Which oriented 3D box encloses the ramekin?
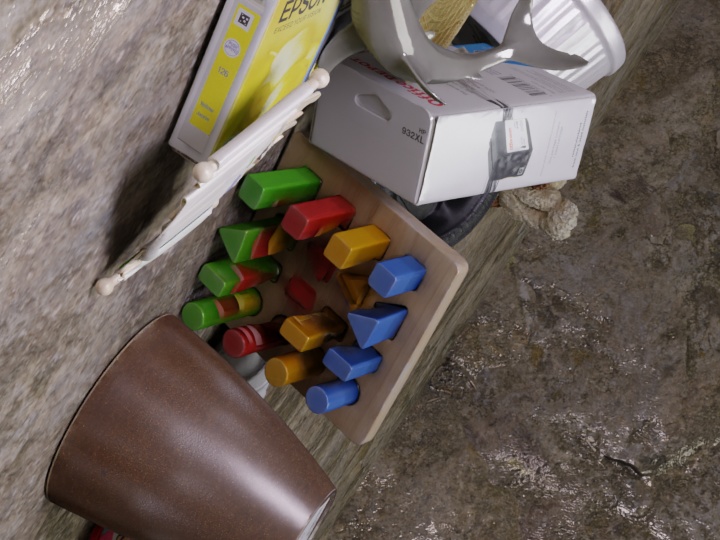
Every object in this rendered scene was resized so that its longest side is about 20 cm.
[{"bbox_3d":[0.150,-0.238,1.610,0.094,0.202,0.202,-45,169,-5],"label":"ramekin"}]

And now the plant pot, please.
[{"bbox_3d":[-0.126,0.167,1.416,0.187,0.199,0.187,-56,170,-15],"label":"plant pot"}]

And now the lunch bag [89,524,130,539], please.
[{"bbox_3d":[-0.152,0.232,1.651,0.200,0.082,0.176,-56,140,-2],"label":"lunch bag"}]

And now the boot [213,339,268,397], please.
[{"bbox_3d":[-0.099,0.053,1.642,0.200,0.073,0.096,-54,161,-55],"label":"boot"}]

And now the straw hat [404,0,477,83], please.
[{"bbox_3d":[0.052,-0.257,1.346,0.202,0.085,0.201,-57,172,-13],"label":"straw hat"}]

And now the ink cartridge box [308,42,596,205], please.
[{"bbox_3d":[0.078,-0.130,1.448,0.199,0.145,0.084,-11,122,-41],"label":"ink cartridge box"}]

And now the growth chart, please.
[{"bbox_3d":[-0.100,-0.061,1.171,0.145,0.018,0.200,-43,-179,-38],"label":"growth chart"}]

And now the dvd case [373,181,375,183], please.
[{"bbox_3d":[-0.021,-0.022,1.565,0.146,0.022,0.201,-154,-105,-78],"label":"dvd case"}]

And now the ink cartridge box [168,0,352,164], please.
[{"bbox_3d":[-0.044,-0.188,1.198,0.200,0.047,0.198,-61,169,30],"label":"ink cartridge box"}]

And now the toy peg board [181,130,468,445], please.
[{"bbox_3d":[-0.046,0.021,1.438,0.098,0.199,0.201,-14,139,-52],"label":"toy peg board"}]

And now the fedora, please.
[{"bbox_3d":[0.057,-0.115,1.615,0.200,0.091,0.202,-21,123,-37],"label":"fedora"}]

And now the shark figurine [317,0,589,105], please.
[{"bbox_3d":[0.061,-0.155,1.251,0.214,0.090,0.128,13,125,-44],"label":"shark figurine"}]

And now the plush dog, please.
[{"bbox_3d":[0.274,-0.167,2.744,0.172,0.160,0.201,91,1,-45],"label":"plush dog"}]
